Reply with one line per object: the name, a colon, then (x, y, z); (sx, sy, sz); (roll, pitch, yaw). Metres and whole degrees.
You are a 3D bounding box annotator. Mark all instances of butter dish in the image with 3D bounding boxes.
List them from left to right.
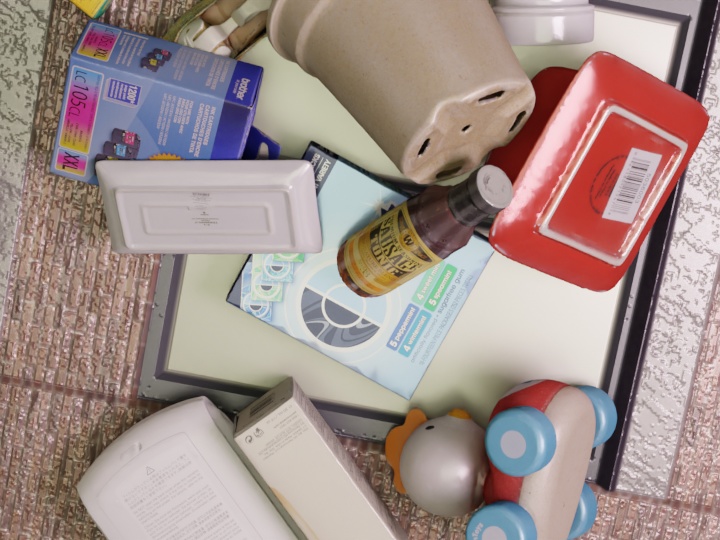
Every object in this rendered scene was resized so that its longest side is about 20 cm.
butter dish: (0.185, -0.105, 1.668); (0.199, 0.148, 0.200); (20, 102, -44)

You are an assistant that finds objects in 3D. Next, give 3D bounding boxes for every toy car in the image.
toy car: (0.109, 0.173, 1.724); (0.200, 0.184, 0.177); (16, 101, 26)

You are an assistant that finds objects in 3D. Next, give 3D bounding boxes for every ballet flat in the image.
ballet flat: (-0.116, -0.227, 1.680); (0.200, 0.071, 0.071); (-37, 98, 7)

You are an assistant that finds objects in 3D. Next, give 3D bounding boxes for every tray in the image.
tray: (-0.138, -0.052, 1.665); (0.199, 0.022, 0.108); (0, 128, 8)

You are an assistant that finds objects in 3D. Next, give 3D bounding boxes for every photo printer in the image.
photo printer: (-0.162, 0.232, 1.762); (0.166, 0.069, 0.200); (-35, 98, 6)

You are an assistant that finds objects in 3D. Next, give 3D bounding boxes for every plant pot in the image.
plant pot: (0.049, -0.184, 1.584); (0.200, 0.200, 0.184); (-35, 66, 6)

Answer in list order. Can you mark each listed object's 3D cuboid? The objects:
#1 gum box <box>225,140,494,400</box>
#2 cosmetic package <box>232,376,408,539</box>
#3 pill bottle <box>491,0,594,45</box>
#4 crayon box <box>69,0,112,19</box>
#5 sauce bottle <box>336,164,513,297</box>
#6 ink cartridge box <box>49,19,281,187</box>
gum box: (0.000, 0.000, 1.731); (0.200, 0.045, 0.170); (28, 98, -5)
cosmetic package: (-0.036, 0.207, 1.739); (0.071, 0.105, 0.200); (-35, 97, 2)
pill bottle: (0.162, -0.304, 1.640); (0.114, 0.114, 0.201); (-2, 100, 1)
crayon box: (-0.228, -0.343, 1.663); (0.119, 0.058, 0.200); (37, 98, -6)
sauce bottle: (0.056, -0.037, 1.615); (0.066, 0.066, 0.200); (47, 139, -7)
ink cartridge box: (-0.170, -0.132, 1.668); (0.200, 0.076, 0.137); (14, 128, -4)
